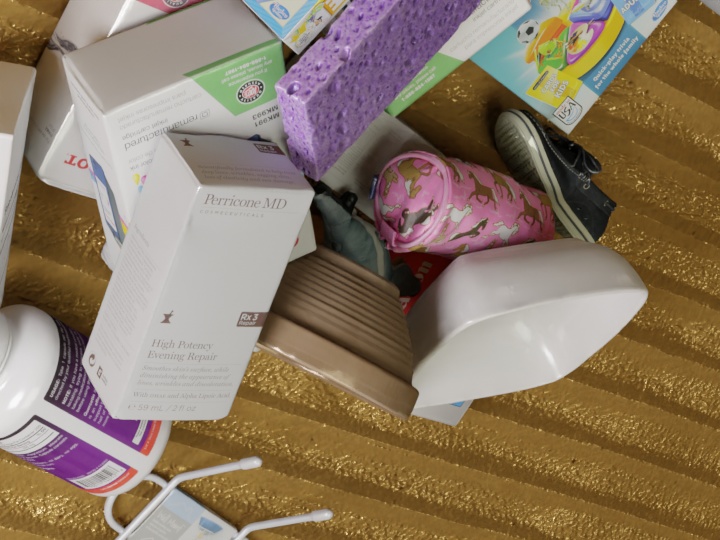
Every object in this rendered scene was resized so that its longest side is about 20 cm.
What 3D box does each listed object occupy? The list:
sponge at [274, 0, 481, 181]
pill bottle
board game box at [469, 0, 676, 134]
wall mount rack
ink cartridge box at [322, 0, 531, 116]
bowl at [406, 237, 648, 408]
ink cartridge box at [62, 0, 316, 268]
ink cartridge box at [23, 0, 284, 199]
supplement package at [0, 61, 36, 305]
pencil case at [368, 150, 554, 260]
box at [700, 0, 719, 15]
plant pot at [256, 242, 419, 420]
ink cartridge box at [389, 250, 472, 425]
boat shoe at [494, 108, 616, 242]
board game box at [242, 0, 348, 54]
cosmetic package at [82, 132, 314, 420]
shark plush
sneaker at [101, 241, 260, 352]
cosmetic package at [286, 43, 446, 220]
[{"bbox_3d":[0.018,-0.166,1.454,0.200,0.030,0.112,-49,158,-17],"label":"sponge"},{"bbox_3d":[-0.252,0.100,1.635,0.113,0.113,0.200,-48,134,7],"label":"pill bottle"},{"bbox_3d":[0.158,-0.225,1.709,0.199,0.047,0.151,30,102,-43],"label":"board game box"},{"bbox_3d":[-0.132,0.237,1.838,0.174,0.075,0.200,-45,135,3],"label":"wall mount rack"},{"bbox_3d":[0.016,-0.244,1.548,0.146,0.084,0.200,-38,123,2],"label":"ink cartridge box"},{"bbox_3d":[0.123,0.039,1.718,0.198,0.075,0.200,-9,158,-27],"label":"bowl"},{"bbox_3d":[-0.122,-0.083,1.488,0.144,0.088,0.201,-23,135,-17],"label":"ink cartridge box"},{"bbox_3d":[-0.158,-0.154,1.530,0.146,0.083,0.201,17,112,-40],"label":"ink cartridge box"},{"bbox_3d":[-0.312,-0.046,1.459,0.120,0.120,0.202,10,119,-6],"label":"supplement package"},{"bbox_3d":[0.089,-0.044,1.698,0.199,0.086,0.084,12,74,-55],"label":"pencil case"},{"bbox_3d":[0.320,-0.328,1.697,0.152,0.106,0.200,-40,134,-2],"label":"box"},{"bbox_3d":[-0.032,0.034,1.594,0.200,0.200,0.093,30,85,-43],"label":"plant pot"},{"bbox_3d":[0.071,0.036,1.846,0.175,0.045,0.201,19,110,-41],"label":"ink cartridge box"},{"bbox_3d":[0.177,-0.091,1.804,0.062,0.075,0.200,-45,139,-3],"label":"boat shoe"},{"bbox_3d":[-0.066,-0.269,1.429,0.134,0.200,0.034,-45,158,5],"label":"board game box"},{"bbox_3d":[-0.118,0.007,1.447,0.101,0.074,0.201,1,124,-35],"label":"cosmetic package"},{"bbox_3d":[0.000,0.000,1.697,0.090,0.084,0.201,11,144,9],"label":"shark plush"},{"bbox_3d":[-0.132,-0.008,1.671,0.199,0.078,0.100,26,99,-51],"label":"sneaker"},{"bbox_3d":[-0.002,-0.104,1.691,0.083,0.051,0.200,-50,134,4],"label":"cosmetic package"}]
